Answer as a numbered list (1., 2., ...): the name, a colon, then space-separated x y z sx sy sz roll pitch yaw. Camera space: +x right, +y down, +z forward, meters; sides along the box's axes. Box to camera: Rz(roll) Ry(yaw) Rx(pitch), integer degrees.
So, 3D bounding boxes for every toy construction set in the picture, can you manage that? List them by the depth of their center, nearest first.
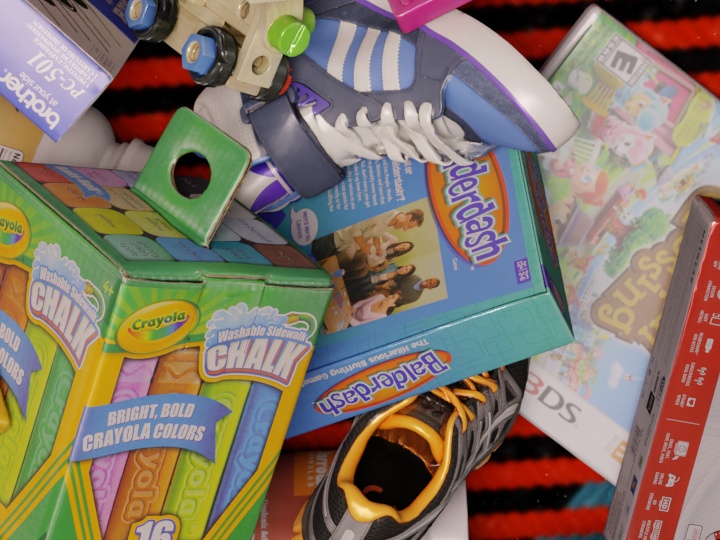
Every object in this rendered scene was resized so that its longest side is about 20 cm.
1. toy construction set: -0.065 -0.163 1.312 0.092 0.200 0.132 17 105 -25

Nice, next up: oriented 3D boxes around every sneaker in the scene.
1. sneaker: 0.000 -0.066 1.336 0.147 0.200 0.081 -51 141 -6
2. sneaker: 0.037 0.075 1.360 0.078 0.077 0.200 28 61 3

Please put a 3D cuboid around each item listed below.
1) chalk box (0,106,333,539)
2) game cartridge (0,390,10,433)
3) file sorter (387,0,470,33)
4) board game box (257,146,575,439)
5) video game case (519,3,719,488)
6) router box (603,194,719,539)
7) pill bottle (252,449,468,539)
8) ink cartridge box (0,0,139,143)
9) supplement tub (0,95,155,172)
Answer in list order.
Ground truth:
1. chalk box: -0.105 0.026 1.235 0.124 0.125 0.201 2 113 -39
2. game cartridge: -0.264 0.016 1.248 0.176 0.032 0.201 -26 69 19
3. file sorter: 0.070 -0.242 1.294 0.199 0.139 0.126 -26 135 6
4. board game box: 0.000 0.000 1.357 0.199 0.153 0.045 -19 136 13
5. video game case: 0.134 -0.010 1.428 0.182 0.022 0.200 37 100 -7
6. router box: 0.241 0.074 1.416 0.179 0.049 0.201 10 106 -9
7. pill bottle: -0.042 0.152 1.421 0.199 0.112 0.113 -3 103 1
8. ink cartridge box: -0.159 -0.125 1.314 0.094 0.200 0.044 42 100 -8
9. supplement tub: -0.208 -0.033 1.359 0.199 0.144 0.145 18 102 0
